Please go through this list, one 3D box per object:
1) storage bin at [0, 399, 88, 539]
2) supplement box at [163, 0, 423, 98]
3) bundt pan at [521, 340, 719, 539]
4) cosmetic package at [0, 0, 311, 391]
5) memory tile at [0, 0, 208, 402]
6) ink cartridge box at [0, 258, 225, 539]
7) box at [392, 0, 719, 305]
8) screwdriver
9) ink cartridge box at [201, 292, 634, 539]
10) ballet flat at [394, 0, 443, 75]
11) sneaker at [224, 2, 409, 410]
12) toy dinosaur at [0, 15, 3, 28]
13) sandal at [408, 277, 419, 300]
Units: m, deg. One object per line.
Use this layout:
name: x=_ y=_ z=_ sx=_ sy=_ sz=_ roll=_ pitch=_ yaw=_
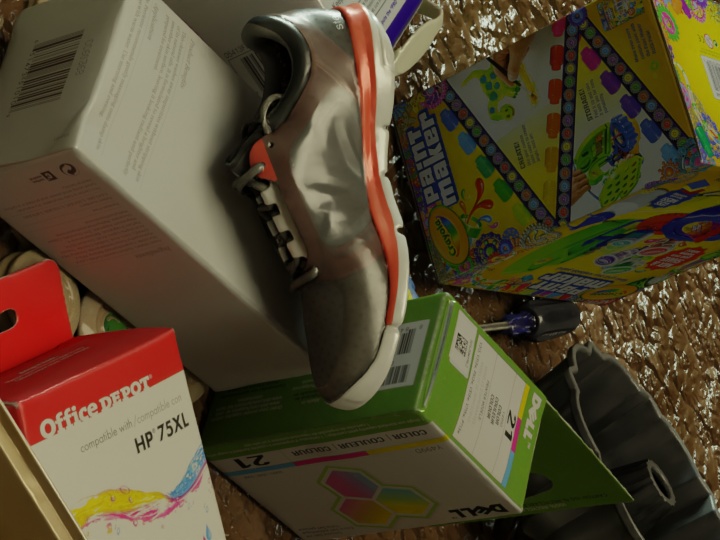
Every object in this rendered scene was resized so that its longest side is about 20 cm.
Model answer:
storage bin: x=-0.207 y=0.143 z=0.869 sx=0.199 sy=0.094 sz=0.200 roll=60 pitch=38 yaw=-10
supplement box: x=-0.070 y=-0.185 z=1.159 sx=0.200 sy=0.101 sz=0.103 roll=55 pitch=35 yaw=-21
bundt pan: x=0.155 y=0.148 z=1.367 sx=0.202 sy=0.076 sz=0.202 roll=48 pitch=22 yaw=-27
cosmetic package: x=-0.091 y=-0.039 z=1.091 sx=0.200 sy=0.081 sz=0.113 roll=46 pitch=46 yaw=-38
memory tile: x=-0.121 y=-0.039 z=1.131 sx=0.153 sy=0.017 sz=0.200 roll=29 pitch=56 yaw=-47
ink cartridge box: x=-0.130 y=0.101 z=1.015 sx=0.116 sy=0.067 sz=0.200 roll=-28 pitch=107 yaw=-54
box: x=0.162 y=-0.073 z=1.372 sx=0.200 sy=0.193 sz=0.122 roll=7 pitch=63 yaw=-53
screwdriver: x=0.080 y=0.036 z=1.383 sx=0.200 sy=0.029 sz=0.028 roll=-6 pitch=84 yaw=-52
ink cartridge box: x=0.035 y=0.108 z=1.185 sx=0.200 sy=0.148 sz=0.076 roll=46 pitch=46 yaw=-36
ballet flat: x=0.023 y=-0.170 z=1.326 sx=0.072 sy=0.072 sz=0.200 roll=52 pitch=44 yaw=-31
sneaker: x=-0.030 y=-0.031 z=1.065 sx=0.082 sy=0.077 sz=0.200 roll=2 pitch=78 yaw=-26
toy dinosaur: x=-0.200 y=-0.202 z=1.011 sx=0.058 sy=0.101 sz=0.200 roll=-12 pitch=105 yaw=-21
sandal: x=0.000 y=0.000 z=1.240 sx=0.087 sy=0.079 sz=0.200 roll=-52 pitch=126 yaw=-64
